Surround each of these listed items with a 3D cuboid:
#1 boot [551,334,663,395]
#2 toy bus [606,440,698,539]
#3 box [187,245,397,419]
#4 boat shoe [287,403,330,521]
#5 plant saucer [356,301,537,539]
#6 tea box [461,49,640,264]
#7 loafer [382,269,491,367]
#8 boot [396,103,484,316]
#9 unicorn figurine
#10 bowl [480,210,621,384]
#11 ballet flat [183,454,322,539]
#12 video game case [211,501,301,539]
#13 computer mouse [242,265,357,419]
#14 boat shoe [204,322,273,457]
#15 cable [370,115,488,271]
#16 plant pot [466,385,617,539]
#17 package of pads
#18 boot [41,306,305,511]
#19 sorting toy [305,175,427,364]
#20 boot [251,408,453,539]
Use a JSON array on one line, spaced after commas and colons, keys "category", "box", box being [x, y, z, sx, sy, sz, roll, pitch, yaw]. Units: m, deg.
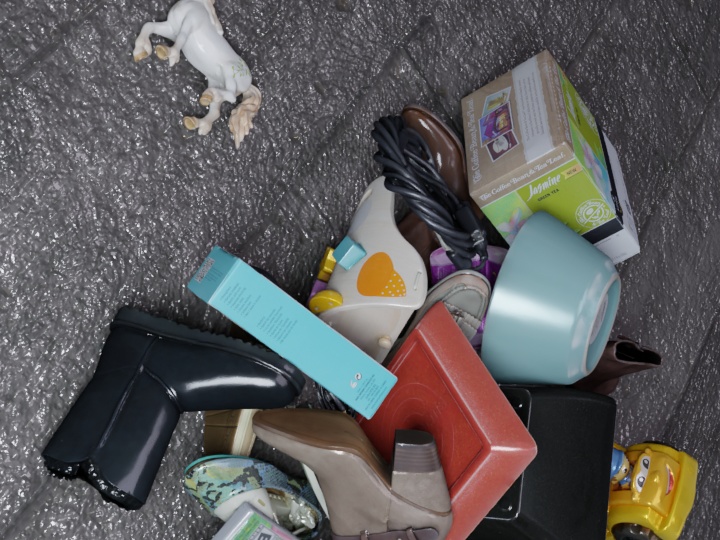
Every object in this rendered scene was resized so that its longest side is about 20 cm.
[{"category": "boot", "box": [0.323, 0.130, 1.415, 0.199, 0.165, 0.073, 17, 73, -40]}, {"category": "toy bus", "box": [0.286, 0.249, 1.352, 0.192, 0.199, 0.136, 41, 58, -21]}, {"category": "box", "box": [-0.063, 0.058, 1.013, 0.199, 0.082, 0.049, 38, 84, -24]}, {"category": "boat shoe", "box": [-0.017, 0.217, 1.106, 0.060, 0.072, 0.203, -21, 108, 1]}, {"category": "plant saucer", "box": [0.065, 0.169, 1.101, 0.036, 0.200, 0.201, 5, 40, -39]}, {"category": "tea box", "box": [0.230, -0.121, 1.336, 0.197, 0.133, 0.201, 45, 29, -32]}, {"category": "loafer", "box": [0.076, 0.084, 1.175, 0.071, 0.200, 0.063, 28, 38, -14]}, {"category": "boot", "box": [0.056, -0.069, 1.273, 0.200, 0.064, 0.187, -47, 115, -33]}, {"category": "unicorn figurine", "box": [-0.161, -0.233, 1.098, 0.138, 0.073, 0.201, -56, 135, -43]}, {"category": "bowl", "box": [0.219, 0.046, 1.198, 0.201, 0.104, 0.202, -47, 147, -44]}, {"category": "ballet flat", "box": [-0.094, 0.225, 1.045, 0.200, 0.074, 0.075, 29, 64, -56]}, {"category": "video game case", "box": [-0.109, 0.339, 1.022, 0.200, 0.022, 0.182, -49, 120, -2]}, {"category": "computer mouse", "box": [-0.061, 0.075, 1.077, 0.200, 0.034, 0.059, 51, 43, -18]}, {"category": "boat shoe", "box": [-0.104, 0.112, 1.092, 0.065, 0.072, 0.202, 27, 61, -33]}, {"category": "cable", "box": [0.061, -0.091, 1.162, 0.163, 0.051, 0.201, 30, 29, -49]}, {"category": "plant pot", "box": [0.151, 0.213, 1.197, 0.177, 0.198, 0.202, 32, 62, -52]}, {"category": "package of pads", "box": [0.151, 0.032, 1.295, 0.200, 0.075, 0.122, 5, 78, -65]}, {"category": "boot", "box": [-0.166, 0.137, 0.974, 0.198, 0.077, 0.169, 17, 64, 8]}, {"category": "sorting toy", "box": [0.000, 0.000, 1.158, 0.106, 0.200, 0.182, 15, 56, -8]}, {"category": "boot", "box": [-0.010, 0.215, 1.036, 0.070, 0.198, 0.148, -58, 155, -66]}]
